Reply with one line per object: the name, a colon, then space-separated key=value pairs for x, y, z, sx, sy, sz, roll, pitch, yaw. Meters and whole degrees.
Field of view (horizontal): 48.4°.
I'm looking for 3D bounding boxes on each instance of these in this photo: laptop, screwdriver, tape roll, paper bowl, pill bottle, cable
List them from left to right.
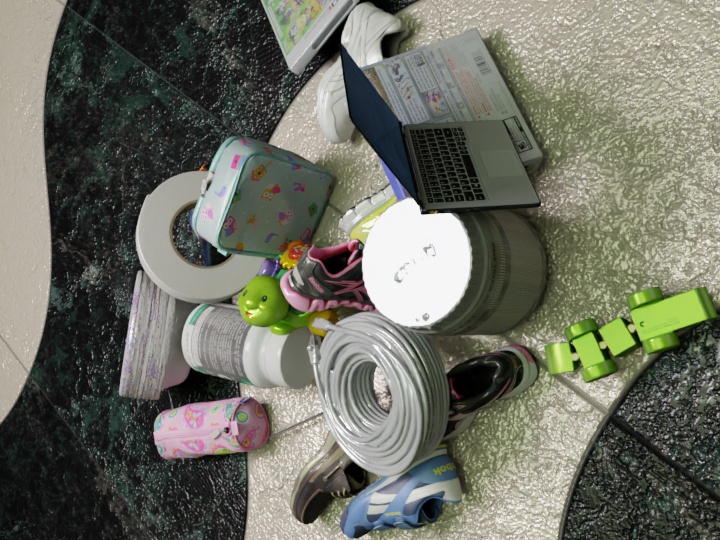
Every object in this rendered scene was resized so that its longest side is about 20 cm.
paper bowl: x=-0.321 y=0.106 z=1.282 sx=0.200 sy=0.103 sz=0.203 roll=-172 pitch=90 yaw=-73
tape roll: x=-0.238 y=-0.051 z=1.213 sx=0.037 sy=0.201 sz=0.205 roll=148 pitch=115 yaw=-66
pill bottle: x=-0.162 y=0.112 z=1.191 sx=0.199 sy=0.113 sz=0.114 roll=7 pitch=91 yaw=37
screwdriver: x=-0.062 y=0.212 z=1.169 sx=0.199 sy=0.029 sz=0.028 roll=-32 pitch=70 yaw=34
cable: x=0.024 y=0.151 z=1.002 sx=0.199 sy=0.069 sz=0.202 roll=-5 pitch=93 yaw=48
laptop: x=0.081 y=-0.159 z=0.861 sx=0.188 sy=0.198 sz=0.117 roll=-97 pitch=5 yaw=-52

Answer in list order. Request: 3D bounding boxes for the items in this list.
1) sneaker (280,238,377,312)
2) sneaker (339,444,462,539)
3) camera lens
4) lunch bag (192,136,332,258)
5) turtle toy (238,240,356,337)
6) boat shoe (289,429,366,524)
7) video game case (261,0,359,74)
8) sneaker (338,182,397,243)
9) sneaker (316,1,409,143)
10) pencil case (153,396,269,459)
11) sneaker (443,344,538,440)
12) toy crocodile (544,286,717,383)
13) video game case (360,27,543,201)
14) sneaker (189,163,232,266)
sneaker: x=0.000 y=0.000 z=1.025 sx=0.079 sy=0.198 sz=0.096 roll=61 pitch=140 yaw=35
sneaker: x=0.051 y=0.309 z=1.048 sx=0.200 sy=0.074 sz=0.083 roll=-44 pitch=66 yaw=27
camera lens: x=0.115 y=-0.004 z=0.942 sx=0.159 sy=0.199 sz=0.162 roll=-3 pitch=85 yaw=36
lunch bag: x=-0.141 y=-0.095 z=1.135 sx=0.077 sy=0.199 sz=0.161 roll=35 pitch=106 yaw=34
turtle toy: x=-0.088 y=0.024 z=1.101 sx=0.145 sy=0.200 sz=0.102 roll=13 pitch=125 yaw=31
boat shoe: x=-0.031 y=0.281 z=1.109 sx=0.073 sy=0.074 sz=0.201 roll=39 pitch=111 yaw=31
video game case: x=-0.068 y=-0.416 z=1.180 sx=0.182 sy=0.022 sz=0.201 roll=-44 pitch=46 yaw=26
sneaker: x=0.068 y=-0.081 z=1.069 sx=0.199 sy=0.078 sz=0.091 roll=-33 pitch=84 yaw=31
sneaker: x=0.007 y=-0.268 z=1.118 sx=0.099 sy=0.078 sz=0.202 roll=26 pitch=103 yaw=31
pencil case: x=-0.237 y=0.249 z=1.256 sx=0.199 sy=0.087 sz=0.088 roll=-13 pitch=79 yaw=36
sneaker: x=0.118 y=0.151 z=1.000 sx=0.200 sy=0.086 sz=0.081 roll=-42 pitch=63 yaw=27
toy crocodile: x=0.297 y=0.073 z=0.897 sx=0.199 sy=0.062 sz=0.068 roll=-30 pitch=70 yaw=26
video game case: x=0.101 y=-0.186 z=0.999 sx=0.180 sy=0.046 sz=0.201 roll=-19 pitch=71 yaw=-9
sneaker: x=-0.235 y=-0.067 z=1.293 sx=0.078 sy=0.075 sz=0.202 roll=-26 pitch=67 yaw=47
